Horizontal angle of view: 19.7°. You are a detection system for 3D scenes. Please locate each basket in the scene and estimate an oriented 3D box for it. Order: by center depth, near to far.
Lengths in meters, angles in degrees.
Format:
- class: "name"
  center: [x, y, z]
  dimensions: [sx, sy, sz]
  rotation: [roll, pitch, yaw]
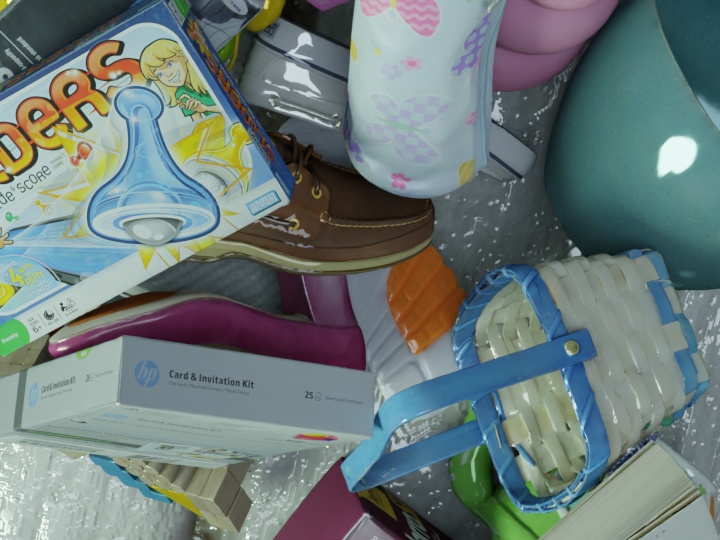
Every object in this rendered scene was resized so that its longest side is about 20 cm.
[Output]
- class: "basket"
  center: [0.092, 0.072, 1.206]
  dimensions: [0.198, 0.176, 0.140]
  rotation: [-15, 76, -14]

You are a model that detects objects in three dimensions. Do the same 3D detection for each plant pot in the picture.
- class: "plant pot"
  center: [0.192, -0.066, 1.268]
  dimensions: [0.134, 0.201, 0.200]
  rotation: [-37, 105, 27]

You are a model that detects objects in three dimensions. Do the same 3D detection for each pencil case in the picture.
- class: "pencil case"
  center: [0.040, -0.130, 1.147]
  dimensions: [0.090, 0.084, 0.201]
  rotation: [9, 142, 1]

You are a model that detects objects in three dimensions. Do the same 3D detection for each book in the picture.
- class: "book"
  center: [0.154, 0.204, 1.211]
  dimensions: [0.133, 0.048, 0.200]
  rotation: [-36, 139, -6]

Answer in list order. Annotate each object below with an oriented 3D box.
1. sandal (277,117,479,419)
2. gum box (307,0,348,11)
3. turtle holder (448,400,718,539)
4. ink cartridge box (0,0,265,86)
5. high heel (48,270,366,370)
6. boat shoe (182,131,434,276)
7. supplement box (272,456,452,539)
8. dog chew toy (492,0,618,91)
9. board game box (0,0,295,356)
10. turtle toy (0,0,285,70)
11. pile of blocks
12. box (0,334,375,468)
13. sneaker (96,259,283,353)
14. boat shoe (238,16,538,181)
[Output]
- class: "sandal"
  center: [0.007, -0.004, 1.317]
  dimensions: [0.079, 0.059, 0.208]
  rotation: [-25, 85, -18]
- class: "gum box"
  center: [-0.013, -0.269, 1.200]
  dimensions: [0.113, 0.066, 0.201]
  rotation: [33, 66, -26]
- class: "turtle holder"
  center: [0.146, 0.156, 1.334]
  dimensions: [0.132, 0.185, 0.141]
  rotation: [-51, 142, 1]
- class: "ink cartridge box"
  center: [-0.156, -0.124, 1.175]
  dimensions: [0.200, 0.039, 0.099]
  rotation: [-41, 107, 20]
- class: "high heel"
  center: [-0.086, 0.055, 1.226]
  dimensions: [0.199, 0.067, 0.097]
  rotation: [-13, 99, -34]
- class: "boat shoe"
  center: [-0.047, -0.044, 1.225]
  dimensions: [0.198, 0.072, 0.068]
  rotation: [4, 124, -14]
- class: "supplement box"
  center: [0.040, 0.230, 1.330]
  dimensions: [0.199, 0.131, 0.103]
  rotation: [37, 95, -13]
- class: "dog chew toy"
  center: [0.099, -0.176, 1.209]
  dimensions: [0.123, 0.200, 0.126]
  rotation: [2, 84, -15]
- class: "board game box"
  center: [-0.155, -0.054, 1.165]
  dimensions: [0.199, 0.035, 0.136]
  rotation: [-28, 109, 15]
- class: "turtle toy"
  center: [-0.117, -0.185, 1.238]
  dimensions: [0.145, 0.101, 0.201]
  rotation: [34, 97, -12]
- class: "pile of blocks"
  center: [-0.150, 0.092, 1.320]
  dimensions: [0.199, 0.082, 0.062]
  rotation: [36, 63, -19]
- class: "box"
  center: [-0.107, 0.079, 1.181]
  dimensions: [0.155, 0.200, 0.042]
  rotation: [10, 77, -28]
- class: "sneaker"
  center: [-0.105, 0.023, 1.300]
  dimensions: [0.199, 0.079, 0.079]
  rotation: [32, 53, -25]
- class: "boat shoe"
  center: [0.016, -0.090, 1.276]
  dimensions: [0.199, 0.072, 0.066]
  rotation: [23, 97, -27]
